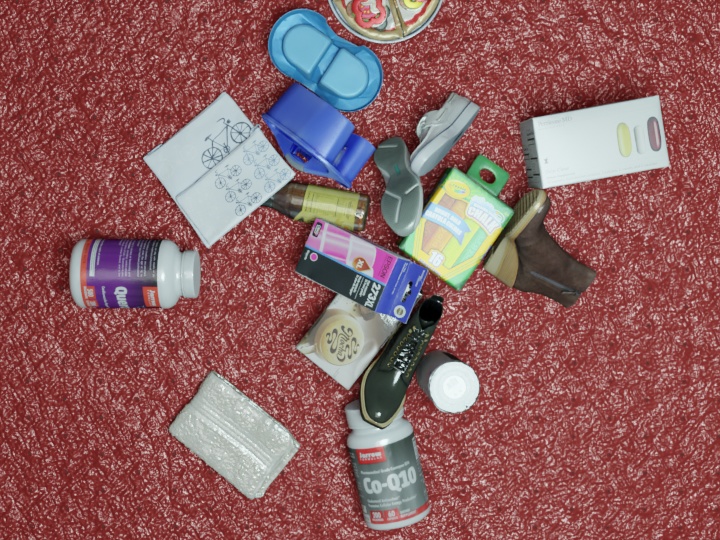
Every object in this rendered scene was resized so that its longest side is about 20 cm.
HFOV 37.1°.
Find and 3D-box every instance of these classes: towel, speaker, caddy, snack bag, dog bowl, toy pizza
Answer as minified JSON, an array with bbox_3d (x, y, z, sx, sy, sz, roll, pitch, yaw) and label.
[{"bbox_3d":[-0.212,0.280,1.805,0.199,0.034,0.133,38,94,-3],"label":"towel"},{"bbox_3d":[0.136,0.175,1.710,0.080,0.200,0.082,0,90,-2],"label":"speaker"},{"bbox_3d":[-0.074,-0.205,1.688,0.105,0.141,0.200,-51,48,0],"label":"caddy"},{"bbox_3d":[-0.232,-0.170,1.745,0.188,0.021,0.201,-38,76,3],"label":"snack bag"},{"bbox_3d":[-0.056,-0.336,1.739,0.199,0.050,0.112,34,89,-2],"label":"dog bowl"},{"bbox_3d":[0.041,-0.472,1.738,0.198,0.032,0.203,0,95,1],"label":"toy pizza"}]

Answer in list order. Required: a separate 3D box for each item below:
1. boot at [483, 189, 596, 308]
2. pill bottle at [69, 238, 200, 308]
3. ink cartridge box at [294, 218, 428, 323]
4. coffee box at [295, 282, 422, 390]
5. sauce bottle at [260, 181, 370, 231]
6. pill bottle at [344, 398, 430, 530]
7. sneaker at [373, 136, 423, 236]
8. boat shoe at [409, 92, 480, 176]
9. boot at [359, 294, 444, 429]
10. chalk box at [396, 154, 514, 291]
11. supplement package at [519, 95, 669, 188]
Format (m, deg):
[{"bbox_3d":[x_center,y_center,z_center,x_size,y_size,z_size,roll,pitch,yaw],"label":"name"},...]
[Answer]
[{"bbox_3d":[0.306,-0.034,1.720,0.165,0.073,0.201,22,136,-5],"label":"boot"},{"bbox_3d":[-0.364,0.005,1.742,0.198,0.112,0.114,0,95,1],"label":"pill bottle"},{"bbox_3d":[0.000,0.000,1.694,0.199,0.037,0.096,26,99,15],"label":"ink cartridge box"},{"bbox_3d":[0.000,0.079,1.762,0.113,0.080,0.201,39,94,0],"label":"coffee box"},{"bbox_3d":[-0.085,-0.110,1.756,0.198,0.066,0.067,11,95,6],"label":"sauce bottle"},{"bbox_3d":[0.041,0.312,1.765,0.113,0.114,0.202,-13,95,2],"label":"pill bottle"},{"bbox_3d":[0.073,-0.123,1.697,0.070,0.202,0.080,-22,134,16],"label":"sneaker"},{"bbox_3d":[0.119,-0.219,1.701,0.065,0.200,0.074,36,133,7],"label":"boat shoe"},{"bbox_3d":[0.065,0.138,1.690,0.077,0.139,0.201,25,53,-6],"label":"boot"},{"bbox_3d":[0.162,-0.087,1.724,0.124,0.124,0.201,33,95,-3],"label":"chalk box"},{"bbox_3d":[0.365,-0.201,1.697,0.198,0.156,0.112,-11,94,2],"label":"supplement package"}]
